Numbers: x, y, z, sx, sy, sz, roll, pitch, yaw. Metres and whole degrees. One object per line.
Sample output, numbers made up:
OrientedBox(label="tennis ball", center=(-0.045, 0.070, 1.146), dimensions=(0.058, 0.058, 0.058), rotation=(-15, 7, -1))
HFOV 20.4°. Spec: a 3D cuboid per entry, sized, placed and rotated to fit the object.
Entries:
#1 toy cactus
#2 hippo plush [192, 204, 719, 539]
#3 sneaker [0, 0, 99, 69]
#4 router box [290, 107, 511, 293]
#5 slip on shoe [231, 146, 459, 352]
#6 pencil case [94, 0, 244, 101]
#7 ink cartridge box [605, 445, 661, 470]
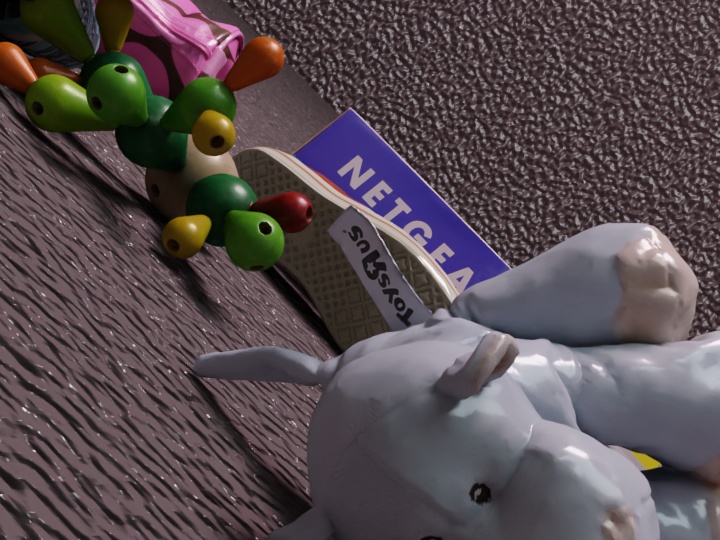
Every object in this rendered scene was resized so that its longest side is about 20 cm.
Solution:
OrientedBox(label="toy cactus", center=(-0.089, -0.066, 0.956), dimensions=(0.200, 0.102, 0.165), rotation=(36, -9, 24))
OrientedBox(label="hippo plush", center=(0.051, 0.049, 0.660), dimensions=(0.200, 0.159, 0.161), rotation=(45, 5, 6))
OrientedBox(label="sneaker", center=(-0.204, -0.178, 1.080), dimensions=(0.200, 0.078, 0.086), rotation=(56, -1, 33))
OrientedBox(label="router box", center=(0.049, 0.017, 1.226), dimensions=(0.200, 0.049, 0.180), rotation=(46, -10, 23))
OrientedBox(label="slip on shoe", center=(0.000, 0.000, 1.116), dimensions=(0.200, 0.074, 0.061), rotation=(41, 14, 31))
OrientedBox(label="pencil case", center=(-0.160, -0.177, 1.238), dimensions=(0.200, 0.091, 0.094), rotation=(42, -30, -2))
OrientedBox(label="ink cartridge box", center=(0.198, 0.156, 1.315), dimensions=(0.198, 0.047, 0.200), rotation=(58, -3, -39))
